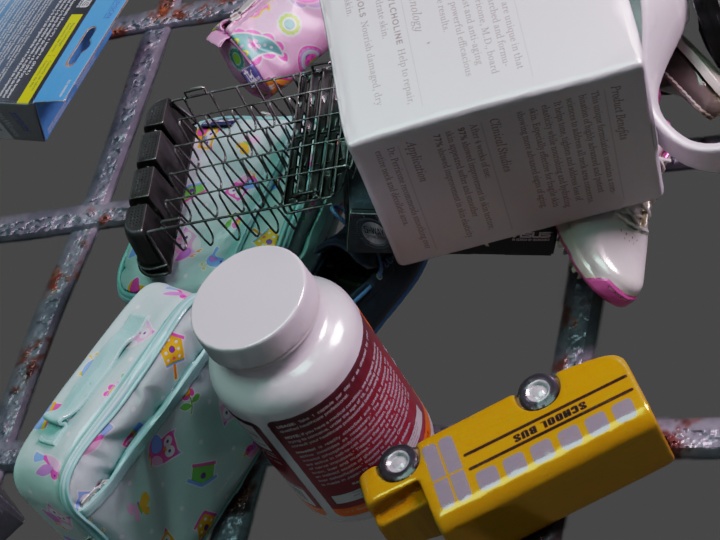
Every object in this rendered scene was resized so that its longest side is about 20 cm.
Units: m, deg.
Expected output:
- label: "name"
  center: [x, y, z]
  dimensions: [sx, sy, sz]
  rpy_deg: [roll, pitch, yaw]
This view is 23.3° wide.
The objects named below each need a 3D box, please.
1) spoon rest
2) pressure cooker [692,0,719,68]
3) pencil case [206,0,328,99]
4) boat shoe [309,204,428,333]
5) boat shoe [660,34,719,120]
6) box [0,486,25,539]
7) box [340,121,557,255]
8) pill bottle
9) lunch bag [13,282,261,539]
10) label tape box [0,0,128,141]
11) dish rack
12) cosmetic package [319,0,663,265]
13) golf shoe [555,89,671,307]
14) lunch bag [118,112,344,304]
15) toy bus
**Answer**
- label: "spoon rest"
  center: [0.217, -0.157, 1.255]
  dimensions: [0.060, 0.100, 0.201]
  rpy_deg: [-20, 64, 0]
- label: "pressure cooker"
  center: [0.334, -0.257, 1.291]
  dimensions: [0.198, 0.176, 0.180]
  rpy_deg: [-16, 43, 16]
- label: "pencil case"
  center: [-0.044, -0.242, 1.564]
  dimensions: [0.200, 0.088, 0.087]
  rpy_deg: [-42, 45, -9]
- label: "boat shoe"
  center: [0.000, 0.000, 1.340]
  dimensions: [0.084, 0.069, 0.201]
  rpy_deg: [6, 56, 33]
- label: "boat shoe"
  center: [0.221, -0.170, 1.360]
  dimensions: [0.060, 0.072, 0.200]
  rpy_deg: [-44, 46, 10]
- label: "box"
  center: [-0.379, 0.163, 1.396]
  dimensions: [0.122, 0.106, 0.200]
  rpy_deg: [-44, 45, -9]
- label: "box"
  center: [0.064, -0.098, 1.356]
  dimensions: [0.159, 0.044, 0.201]
  rpy_deg: [1, 47, -4]
- label: "pill bottle"
  center: [-0.034, 0.077, 1.200]
  dimensions: [0.112, 0.200, 0.114]
  rpy_deg: [-15, 47, 17]
- label: "lunch bag"
  center: [-0.151, 0.119, 1.261]
  dimensions: [0.077, 0.161, 0.201]
  rpy_deg: [14, 60, 38]
- label: "label tape box"
  center: [-0.312, -0.198, 1.696]
  dimensions: [0.199, 0.063, 0.145]
  rpy_deg: [6, 56, 34]
- label: "dish rack"
  center: [-0.086, -0.084, 1.343]
  dimensions: [0.198, 0.055, 0.154]
  rpy_deg: [-10, 52, 20]
- label: "cosmetic package"
  center: [0.090, -0.133, 1.204]
  dimensions: [0.198, 0.168, 0.168]
  rpy_deg: [-14, 59, 6]
- label: "golf shoe"
  center: [0.186, -0.066, 1.270]
  dimensions: [0.091, 0.075, 0.201]
  rpy_deg: [-37, 39, 34]
- label: "lunch bag"
  center: [-0.097, -0.039, 1.413]
  dimensions: [0.159, 0.077, 0.201]
  rpy_deg: [0, 55, 31]
- label: "toy bus"
  center: [0.103, 0.132, 1.172]
  dimensions: [0.199, 0.065, 0.079]
  rpy_deg: [-28, 46, 6]
